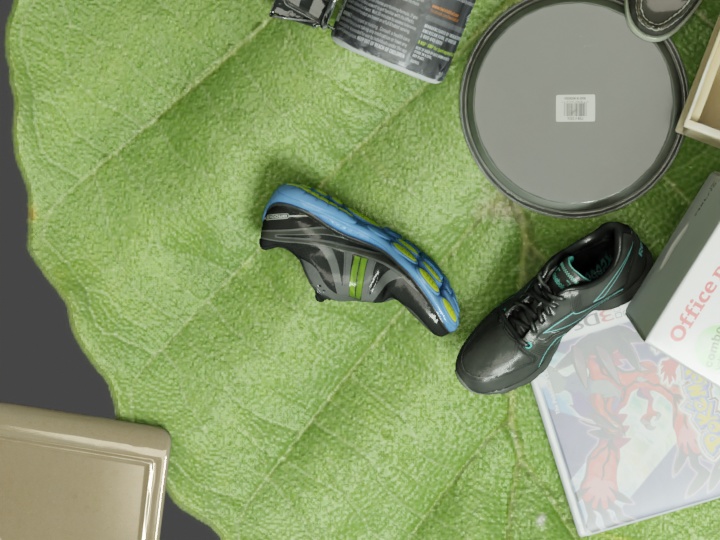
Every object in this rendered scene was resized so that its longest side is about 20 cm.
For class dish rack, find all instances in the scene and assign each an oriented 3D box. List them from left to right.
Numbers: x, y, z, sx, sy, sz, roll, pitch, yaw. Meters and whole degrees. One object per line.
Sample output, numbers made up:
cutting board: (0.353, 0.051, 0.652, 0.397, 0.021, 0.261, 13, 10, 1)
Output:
dish rack: (-0.023, -0.270, 1.554, 0.054, 0.200, 0.154, 20, 98, -6)

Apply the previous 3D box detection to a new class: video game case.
video game case: (0.249, 0.114, 1.648, 0.182, 0.023, 0.201, -17, 94, 8)

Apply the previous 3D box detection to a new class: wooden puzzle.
wooden puzzle: (-0.271, 0.229, 1.717, 0.184, 0.037, 0.201, 8, 92, 6)

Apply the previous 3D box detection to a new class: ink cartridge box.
ink cartridge box: (0.343, 0.036, 1.538, 0.200, 0.146, 0.147, 30, 99, -3)

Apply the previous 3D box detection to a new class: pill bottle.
pill bottle: (0.058, -0.268, 1.588, 0.106, 0.106, 0.201, 23, 98, 4)

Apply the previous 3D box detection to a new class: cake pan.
cake pan: (0.184, -0.144, 1.621, 0.199, 0.037, 0.201, 1, 96, 6)

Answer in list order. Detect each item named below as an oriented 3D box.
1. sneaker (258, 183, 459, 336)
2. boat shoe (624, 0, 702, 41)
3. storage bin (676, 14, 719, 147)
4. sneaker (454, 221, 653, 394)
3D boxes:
sneaker: (0.000, 0.000, 1.646, 0.199, 0.071, 0.083, 31, 104, 7)
boat shoe: (0.279, -0.288, 1.568, 0.072, 0.061, 0.202, 25, 88, 0)
storage bin: (0.390, -0.171, 1.549, 0.199, 0.094, 0.199, 21, 89, 4)
sneaker: (0.157, 0.026, 1.605, 0.200, 0.079, 0.075, -39, 62, -2)
